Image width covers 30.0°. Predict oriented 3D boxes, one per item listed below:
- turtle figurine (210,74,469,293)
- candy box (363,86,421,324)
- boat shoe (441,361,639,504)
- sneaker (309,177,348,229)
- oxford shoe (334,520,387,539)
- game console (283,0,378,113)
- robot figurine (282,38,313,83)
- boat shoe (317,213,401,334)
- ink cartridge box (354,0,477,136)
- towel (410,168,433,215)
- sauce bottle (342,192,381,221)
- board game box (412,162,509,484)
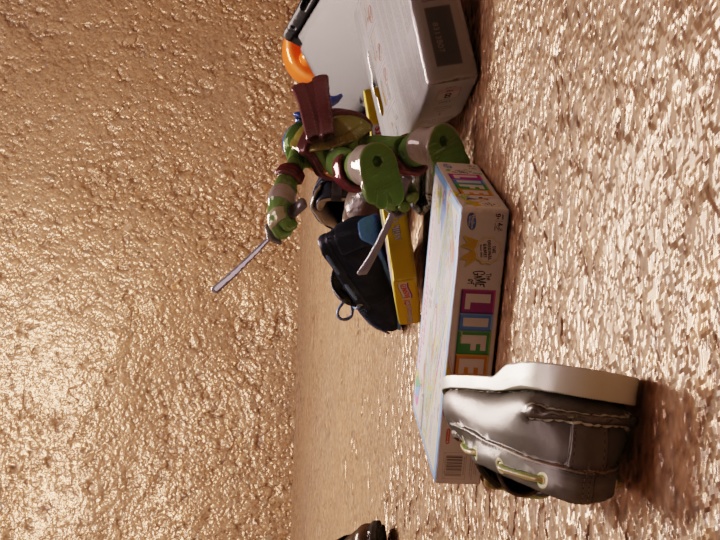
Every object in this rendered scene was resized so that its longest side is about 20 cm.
[{"bbox_3d":[-0.002,-0.056,1.111,0.193,0.143,0.203,3,75,60],"label":"turtle figurine"},{"bbox_3d":[0.030,-0.061,1.266,0.102,0.026,0.202,73,-172,-64],"label":"candy box"},{"bbox_3d":[0.081,0.083,0.674,0.202,0.071,0.061,142,136,-77],"label":"boat shoe"},{"bbox_3d":[-0.025,-0.150,1.729,0.146,0.076,0.205,-73,-21,-67],"label":"sneaker"},{"bbox_3d":[-0.014,0.318,1.445,0.201,0.083,0.074,107,167,-61],"label":"oxford shoe"},{"bbox_3d":[0.003,-0.274,1.377,0.177,0.116,0.200,-64,9,-21],"label":"game console"},{"bbox_3d":[-0.068,-0.349,2.133,0.144,0.116,0.200,50,178,-7],"label":"robot figurine"},{"bbox_3d":[0.000,0.000,1.347,0.201,0.068,0.085,71,-170,-55],"label":"boat shoe"},{"bbox_3d":[0.043,-0.195,1.143,0.200,0.056,0.165,103,155,-74],"label":"ink cartridge box"},{"bbox_3d":[0.059,-0.174,1.255,0.193,0.034,0.203,-96,8,-72],"label":"towel"},{"bbox_3d":[0.011,-0.050,1.429,0.201,0.064,0.065,97,173,-55],"label":"sauce bottle"},{"bbox_3d":[0.070,0.035,0.984,0.135,0.034,0.203,-105,19,-72],"label":"board game box"}]
